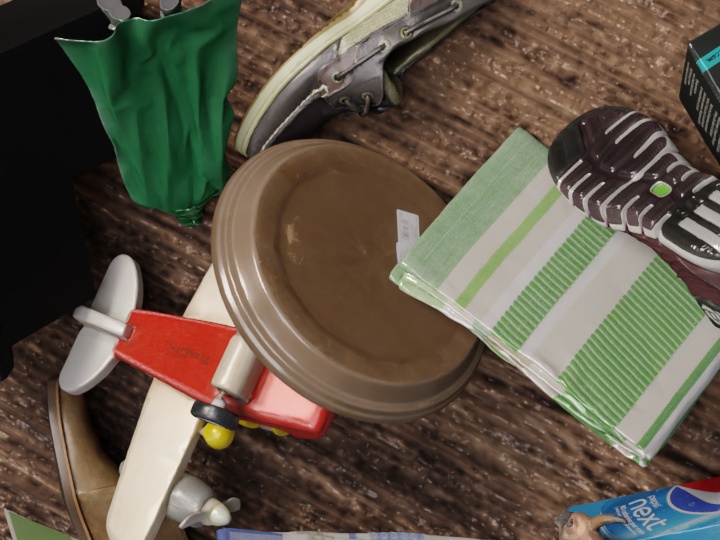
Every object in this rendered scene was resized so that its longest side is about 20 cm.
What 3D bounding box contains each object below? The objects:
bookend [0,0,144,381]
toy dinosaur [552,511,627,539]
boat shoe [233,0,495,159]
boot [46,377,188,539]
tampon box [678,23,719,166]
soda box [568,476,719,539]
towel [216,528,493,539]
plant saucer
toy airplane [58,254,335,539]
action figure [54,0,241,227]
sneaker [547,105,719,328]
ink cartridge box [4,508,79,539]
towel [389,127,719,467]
[{"bbox_3d":[-0.220,-0.063,1.518,0.092,0.200,0.199,7,117,36],"label":"bookend"},{"bbox_3d":[0.197,0.239,1.419,0.199,0.086,0.136,21,109,-7],"label":"toy dinosaur"},{"bbox_3d":[0.002,-0.132,1.504,0.200,0.073,0.065,-44,78,12],"label":"boat shoe"},{"bbox_3d":[-0.161,0.161,1.573,0.075,0.074,0.201,-18,96,0],"label":"boot"},{"bbox_3d":[0.303,-0.073,1.382,0.150,0.126,0.200,-29,79,1],"label":"tampon box"},{"bbox_3d":[0.233,0.172,1.461,0.199,0.064,0.068,-13,111,14],"label":"soda box"},{"bbox_3d":[0.008,0.222,1.466,0.199,0.147,0.024,4,129,-9],"label":"towel"},{"bbox_3d":[0.000,0.000,1.459,0.200,0.200,0.029,53,137,6],"label":"plant saucer"},{"bbox_3d":[-0.097,0.067,1.522,0.200,0.141,0.200,-35,49,24],"label":"toy airplane"},{"bbox_3d":[-0.124,-0.099,1.496,0.118,0.200,0.055,-12,48,-5],"label":"action figure"},{"bbox_3d":[0.195,-0.020,1.448,0.076,0.200,0.116,-38,127,-5],"label":"sneaker"},{"bbox_3d":[-0.137,0.232,1.474,0.199,0.146,0.048,23,101,-22],"label":"ink cartridge box"},{"bbox_3d":[0.137,0.015,1.463,0.200,0.023,0.153,37,58,10],"label":"towel"}]
